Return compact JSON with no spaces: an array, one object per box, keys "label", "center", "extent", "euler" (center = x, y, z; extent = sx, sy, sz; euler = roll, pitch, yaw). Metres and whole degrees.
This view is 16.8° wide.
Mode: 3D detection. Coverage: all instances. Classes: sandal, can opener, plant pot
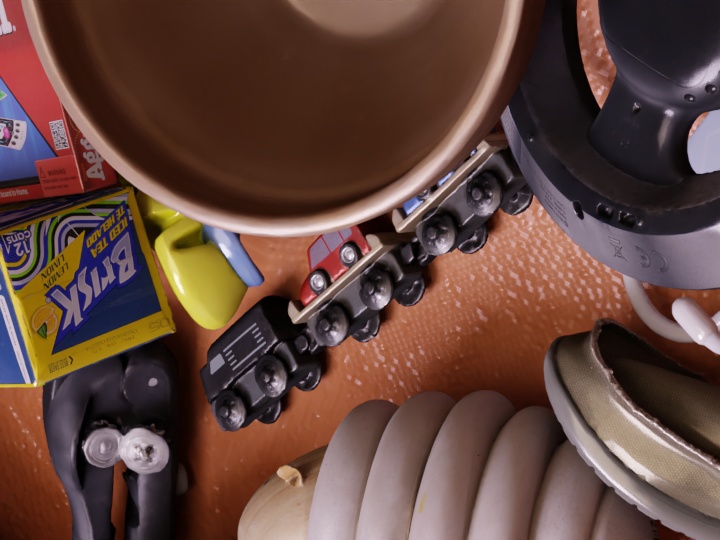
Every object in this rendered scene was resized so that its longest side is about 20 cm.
[{"label":"sandal","center":[-0.074,-0.079,1.014],"extent":[0.087,0.080,0.201],"euler":[-27,81,-2]},{"label":"can opener","center":[-0.108,0.120,1.095],"extent":[0.063,0.079,0.202],"euler":[-4,109,-9]},{"label":"plant pot","center":[-0.016,-0.119,0.866],"extent":[0.199,0.093,0.203],"euler":[6,104,26]}]

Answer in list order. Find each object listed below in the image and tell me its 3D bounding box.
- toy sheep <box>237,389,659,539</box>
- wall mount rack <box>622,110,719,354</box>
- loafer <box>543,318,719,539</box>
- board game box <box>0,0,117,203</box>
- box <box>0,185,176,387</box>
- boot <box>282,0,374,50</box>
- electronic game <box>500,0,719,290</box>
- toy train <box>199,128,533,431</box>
[{"label":"toy sheep","center":[0.047,0.113,0.957],"extent":[0.198,0.138,0.139],"euler":[8,108,12]},{"label":"wall mount rack","center":[0.128,-0.073,0.893],"extent":[0.200,0.074,0.174],"euler":[-53,57,28]},{"label":"loafer","center":[0.161,0.073,0.916],"extent":[0.199,0.075,0.070],"euler":[33,116,7]},{"label":"board game box","center":[-0.170,-0.079,1.044],"extent":[0.199,0.019,0.104],"euler":[-4,101,56]},{"label":"box","center":[-0.159,0.010,1.032],"extent":[0.199,0.070,0.065],"euler":[-6,103,58]},{"label":"boot","center":[-0.019,-0.188,0.946],"extent":[0.200,0.073,0.156],"euler":[46,116,19]},{"label":"electronic game","center":[0.116,-0.094,0.831],"extent":[0.199,0.041,0.202],"euler":[0,90,47]},{"label":"toy train","center":[0.000,0.000,1.009],"extent":[0.200,0.034,0.046],"euler":[-41,70,32]}]
